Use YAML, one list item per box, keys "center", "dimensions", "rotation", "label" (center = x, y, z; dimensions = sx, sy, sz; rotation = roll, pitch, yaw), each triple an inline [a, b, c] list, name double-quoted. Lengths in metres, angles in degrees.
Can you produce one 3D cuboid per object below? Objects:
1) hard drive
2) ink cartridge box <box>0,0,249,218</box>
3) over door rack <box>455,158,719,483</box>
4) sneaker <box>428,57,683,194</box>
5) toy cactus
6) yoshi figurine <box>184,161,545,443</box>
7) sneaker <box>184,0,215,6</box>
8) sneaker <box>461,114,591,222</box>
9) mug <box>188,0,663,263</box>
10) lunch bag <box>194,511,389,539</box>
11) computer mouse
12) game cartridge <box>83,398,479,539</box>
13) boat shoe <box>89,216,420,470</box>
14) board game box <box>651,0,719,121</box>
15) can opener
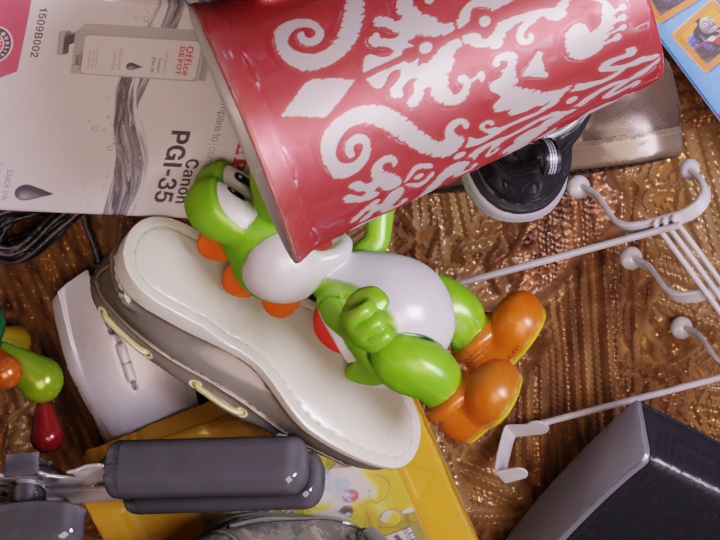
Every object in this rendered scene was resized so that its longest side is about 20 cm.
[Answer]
- center: [0.157, 0.175, 1.609]
  dimensions: [0.134, 0.042, 0.200]
  rotation: [27, 125, -13]
  label: "hard drive"
- center: [-0.137, -0.109, 1.446]
  dimensions: [0.199, 0.083, 0.147]
  rotation: [2, 130, -19]
  label: "ink cartridge box"
- center: [0.131, 0.023, 1.547]
  dimensions: [0.199, 0.067, 0.148]
  rotation: [-24, 132, 19]
  label: "over door rack"
- center: [0.077, -0.086, 1.530]
  dimensions: [0.198, 0.070, 0.076]
  rotation: [-7, 88, 0]
  label: "sneaker"
- center: [-0.259, 0.026, 1.542]
  dimensions: [0.198, 0.102, 0.166]
  rotation: [7, 92, -3]
  label: "toy cactus"
- center: [0.006, -0.006, 1.438]
  dimensions: [0.199, 0.112, 0.112]
  rotation: [33, 84, -8]
  label: "yoshi figurine"
- center: [-0.066, -0.172, 1.357]
  dimensions: [0.200, 0.072, 0.072]
  rotation: [47, 68, -16]
  label: "sneaker"
- center: [0.086, -0.133, 1.440]
  dimensions: [0.075, 0.114, 0.202]
  rotation: [-3, 79, -11]
  label: "sneaker"
- center: [0.030, -0.115, 1.298]
  dimensions: [0.199, 0.134, 0.178]
  rotation: [-22, 142, -4]
  label: "mug"
- center: [-0.071, 0.238, 1.551]
  dimensions: [0.139, 0.167, 0.201]
  rotation: [44, 121, 21]
  label: "lunch bag"
- center: [-0.135, 0.034, 1.564]
  dimensions: [0.109, 0.044, 0.201]
  rotation: [-20, 111, 3]
  label: "computer mouse"
- center: [-0.045, 0.142, 1.596]
  dimensions: [0.199, 0.033, 0.177]
  rotation: [-22, 125, 4]
  label: "game cartridge"
- center: [-0.057, 0.047, 1.502]
  dimensions: [0.201, 0.072, 0.060]
  rotation: [36, 142, -14]
  label: "boat shoe"
- center: [0.221, -0.175, 1.508]
  dimensions: [0.151, 0.037, 0.200]
  rotation: [-36, 110, 10]
  label: "board game box"
- center: [-0.119, 0.129, 1.504]
  dimensions: [0.198, 0.067, 0.053]
  rotation: [-3, 158, 18]
  label: "can opener"
